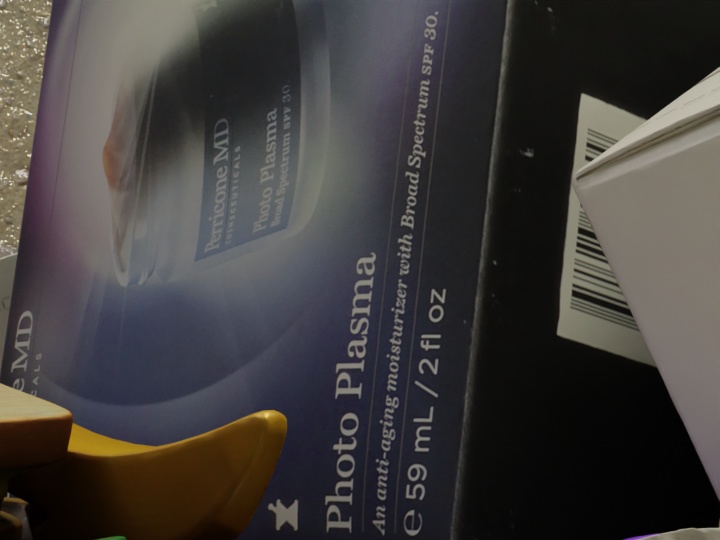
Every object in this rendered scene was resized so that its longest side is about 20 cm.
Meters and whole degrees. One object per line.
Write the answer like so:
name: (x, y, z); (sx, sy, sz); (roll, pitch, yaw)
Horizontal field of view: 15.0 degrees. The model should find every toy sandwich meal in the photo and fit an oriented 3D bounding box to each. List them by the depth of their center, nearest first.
toy sandwich meal: (-0.111, 0.055, 0.688); (0.204, 0.071, 0.205); (4, 5, 0)

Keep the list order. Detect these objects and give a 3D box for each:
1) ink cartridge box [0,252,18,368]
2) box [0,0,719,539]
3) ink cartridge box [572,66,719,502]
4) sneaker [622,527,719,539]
ink cartridge box: (-0.083, 0.017, 1.032); (0.108, 0.051, 0.200); (-20, -7, -2)
box: (0.000, 0.000, 0.814); (0.198, 0.201, 0.123); (-5, -16, 44)
ink cartridge box: (0.155, -0.004, 0.722); (0.084, 0.146, 0.200); (-22, 6, 35)
sneaker: (0.017, 0.116, 0.650); (0.199, 0.070, 0.100); (-27, 3, -9)
